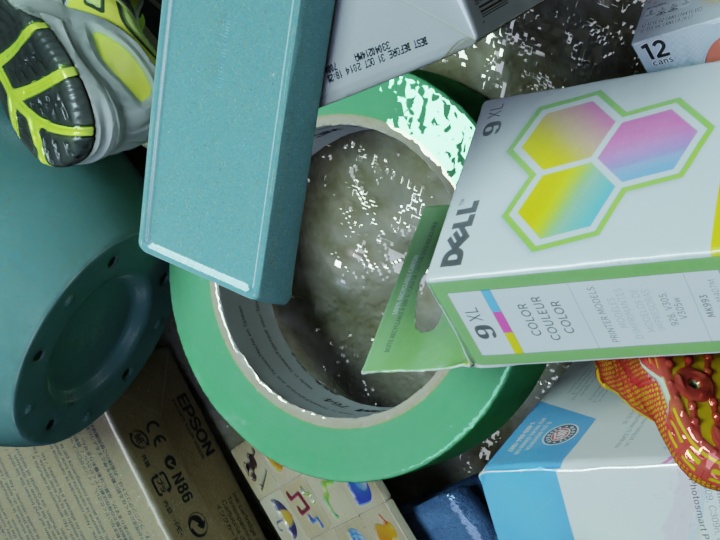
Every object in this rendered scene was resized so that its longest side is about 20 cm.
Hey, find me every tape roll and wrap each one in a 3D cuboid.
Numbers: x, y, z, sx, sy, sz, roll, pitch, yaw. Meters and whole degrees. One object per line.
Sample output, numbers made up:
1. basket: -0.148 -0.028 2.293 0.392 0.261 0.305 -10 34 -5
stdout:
1. tape roll: 0.000 0.000 0.805 0.199 0.048 0.202 1 93 29

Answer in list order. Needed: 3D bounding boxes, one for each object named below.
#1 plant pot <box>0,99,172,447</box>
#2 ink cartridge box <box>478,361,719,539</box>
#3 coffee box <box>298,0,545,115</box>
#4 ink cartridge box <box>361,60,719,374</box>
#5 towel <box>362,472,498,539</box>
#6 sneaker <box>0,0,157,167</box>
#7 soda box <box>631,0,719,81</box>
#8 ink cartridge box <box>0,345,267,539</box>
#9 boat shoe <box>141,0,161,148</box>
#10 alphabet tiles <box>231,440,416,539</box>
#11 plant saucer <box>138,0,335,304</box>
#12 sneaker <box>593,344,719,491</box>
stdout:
1. plant pot: -0.192 -0.004 0.853 0.160 0.200 0.202 32 124 21
2. ink cartridge box: 0.179 0.111 0.734 0.199 0.128 0.126 -6 109 33
3. coffee box: 0.031 -0.135 0.668 0.114 0.200 0.080 -17 102 35
4. ink cartridge box: 0.089 -0.020 0.663 0.199 0.104 0.059 -6 135 30
5. towel: 0.083 0.204 0.878 0.111 0.048 0.201 -30 92 47
6. sneaker: -0.152 -0.126 0.810 0.201 0.076 0.076 57 137 28
7. soda box: 0.210 -0.110 0.644 0.199 0.069 0.064 -14 127 35
8. ink cartridge box: -0.142 0.168 0.979 0.164 0.075 0.201 -25 92 37
9. boat shoe: -0.145 -0.123 0.867 0.199 0.063 0.071 36 127 14
10. alphabet tiles: -0.002 0.172 0.905 0.201 0.008 0.167 60 149 5
11. plant saucer: -0.046 -0.082 0.603 0.070 0.019 0.201 23 121 21
12. sneaker: 0.136 0.035 0.703 0.072 0.200 0.078 10 119 -9
